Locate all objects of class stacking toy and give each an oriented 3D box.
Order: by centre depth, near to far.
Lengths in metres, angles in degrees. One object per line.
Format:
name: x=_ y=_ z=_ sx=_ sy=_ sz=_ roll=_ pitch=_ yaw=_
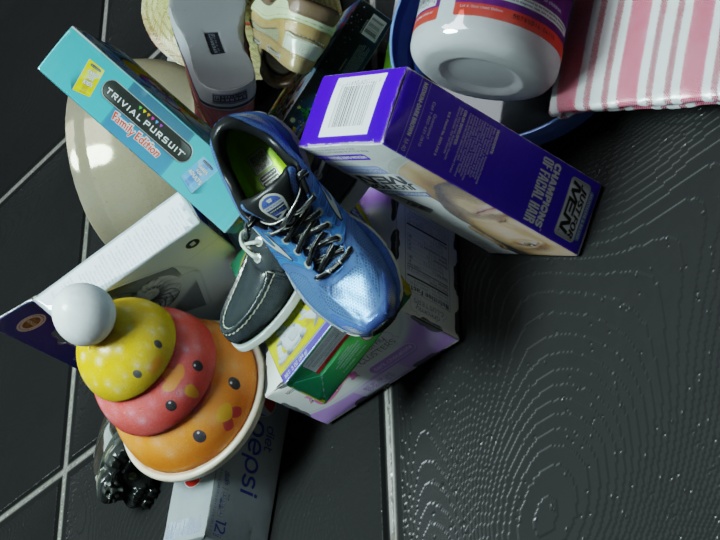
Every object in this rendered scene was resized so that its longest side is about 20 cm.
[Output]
stacking toy: x=-0.182 y=0.072 z=1.430 sx=0.145 sy=0.200 sz=0.147 roll=-17 pitch=55 yaw=26

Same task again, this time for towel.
towel: x=0.229 y=-0.181 z=1.275 sx=0.199 sy=0.030 sz=0.147 roll=-1 pitch=68 yaw=42

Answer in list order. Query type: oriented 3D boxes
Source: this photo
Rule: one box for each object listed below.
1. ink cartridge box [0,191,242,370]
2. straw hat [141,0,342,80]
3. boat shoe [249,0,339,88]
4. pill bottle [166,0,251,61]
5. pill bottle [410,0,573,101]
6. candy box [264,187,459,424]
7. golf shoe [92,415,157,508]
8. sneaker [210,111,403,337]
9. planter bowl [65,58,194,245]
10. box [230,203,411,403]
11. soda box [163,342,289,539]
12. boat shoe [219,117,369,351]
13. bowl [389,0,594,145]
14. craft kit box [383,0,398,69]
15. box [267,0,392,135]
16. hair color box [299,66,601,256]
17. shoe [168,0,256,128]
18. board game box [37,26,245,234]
ink cartridge box: x=-0.185 y=0.030 z=1.515 sx=0.200 sy=0.200 sz=0.041 roll=-34 pitch=66 yaw=8
straw hat: x=-0.113 y=-0.281 z=1.708 sx=0.085 sy=0.200 sz=0.202 roll=94 pitch=177 yaw=-55
boat shoe: x=-0.069 y=-0.200 z=1.580 sx=0.200 sy=0.071 sz=0.077 roll=-144 pitch=72 yaw=-82
pill bottle: x=-0.142 y=-0.276 z=1.832 sx=0.114 sy=0.114 sz=0.201 roll=-25 pitch=48 yaw=45
pill bottle: x=0.109 y=-0.235 z=1.322 sx=0.112 sy=0.112 sz=0.201 roll=-8 pitch=64 yaw=53
candy box: x=0.000 y=0.000 z=1.471 sx=0.168 sy=0.071 sz=0.201 roll=-34 pitch=42 yaw=38
golf shoe: x=-0.199 y=0.121 z=1.668 sx=0.201 sy=0.078 sz=0.094 roll=-58 pitch=32 yaw=7
sneaker: x=-0.048 y=-0.033 z=1.287 sx=0.079 sy=0.089 sz=0.200 roll=-42 pitch=78 yaw=12
planter bowl: x=-0.178 y=-0.117 z=1.727 sx=0.134 sy=0.200 sz=0.201 roll=-11 pitch=54 yaw=19
box: x=-0.038 y=-0.001 z=1.415 sx=0.118 sy=0.048 sz=0.200 roll=-52 pitch=32 yaw=15
soda box: x=-0.110 y=0.149 z=1.526 sx=0.063 sy=0.068 sz=0.201 roll=-21 pitch=52 yaw=45
boat shoe: x=-0.060 y=-0.033 z=1.371 sx=0.201 sy=0.060 sz=0.076 roll=-60 pitch=34 yaw=1
bowl: x=0.121 y=-0.186 z=1.386 sx=0.200 sy=0.039 sz=0.202 roll=-10 pitch=67 yaw=23
craft kit box: x=0.106 y=-0.256 z=1.529 sx=0.197 sy=0.048 sz=0.201 roll=-24 pitch=49 yaw=49
box: x=-0.054 y=-0.143 z=1.611 sx=0.201 sy=0.038 sz=0.137 roll=-58 pitch=12 yaw=-12
hair color box: x=0.067 y=-0.076 z=1.306 sx=0.109 sy=0.199 sz=0.065 roll=3 pitch=72 yaw=56
shoe: x=-0.132 y=-0.180 z=1.601 sx=0.201 sy=0.071 sz=0.091 roll=-107 pitch=15 yaw=-48
board game box: x=-0.155 y=-0.110 z=1.455 sx=0.047 sy=0.200 sz=0.151 roll=-50 pitch=-6 yaw=5
